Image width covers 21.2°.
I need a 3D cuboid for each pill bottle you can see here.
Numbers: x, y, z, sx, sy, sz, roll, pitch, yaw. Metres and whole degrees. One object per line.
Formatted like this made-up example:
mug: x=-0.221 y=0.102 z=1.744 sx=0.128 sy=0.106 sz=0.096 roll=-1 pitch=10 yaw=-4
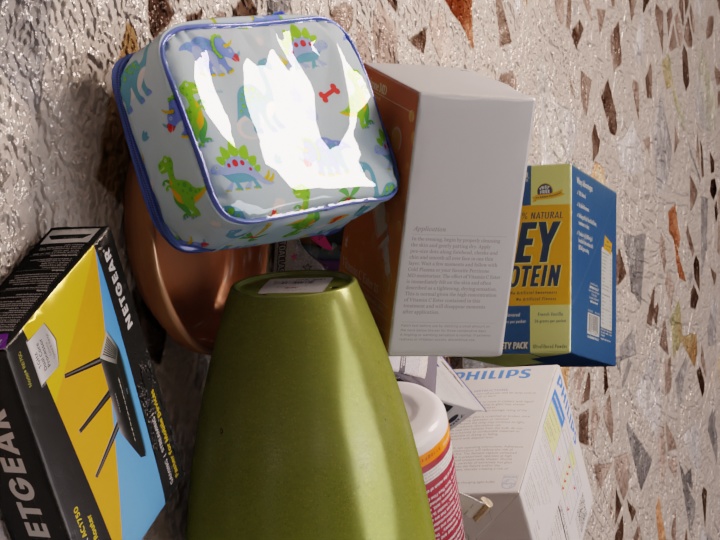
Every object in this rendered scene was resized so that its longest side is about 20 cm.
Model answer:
pill bottle: x=0.028 y=0.202 z=1.587 sx=0.113 sy=0.112 sz=0.201 roll=-57 pitch=143 yaw=-56

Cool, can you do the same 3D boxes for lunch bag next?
lunch bag: x=-0.073 y=-0.101 z=1.362 sx=0.200 sy=0.082 sz=0.161 roll=-13 pitch=80 yaw=-47

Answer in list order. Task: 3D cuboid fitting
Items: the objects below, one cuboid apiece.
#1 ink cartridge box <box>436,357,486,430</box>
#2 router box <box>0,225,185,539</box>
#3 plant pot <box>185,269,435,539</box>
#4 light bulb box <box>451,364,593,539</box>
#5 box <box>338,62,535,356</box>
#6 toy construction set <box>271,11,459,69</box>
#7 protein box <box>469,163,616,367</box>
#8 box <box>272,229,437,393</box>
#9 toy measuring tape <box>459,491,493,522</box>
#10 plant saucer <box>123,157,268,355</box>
ink cartridge box: x=0.046 y=0.098 z=1.785 sx=0.100 sy=0.039 sz=0.200 roll=50 pitch=12 yaw=23
router box: x=-0.186 y=0.094 z=1.241 sx=0.149 sy=0.051 sz=0.201 roll=-58 pitch=141 yaw=-52
plant pot: x=-0.044 y=0.106 z=1.409 sx=0.187 sy=0.186 sz=0.201 roll=-30 pitch=118 yaw=-66
light bulb box: x=0.149 y=0.235 z=1.987 sx=0.200 sy=0.124 sz=0.199 roll=-66 pitch=146 yaw=-50
box: x=0.054 y=-0.048 z=1.465 sx=0.124 sy=0.097 sz=0.201 roll=-142 pitch=-124 yaw=-65
toy construction set: x=-0.005 y=-0.130 z=1.559 sx=0.092 sy=0.199 sz=0.132 roll=97 pitch=11 yaw=-59
protein box: x=0.194 y=0.000 z=2.108 sx=0.198 sy=0.134 sz=0.201 roll=17 pitch=72 yaw=-67
box: x=0.000 y=0.000 z=1.641 sx=0.132 sy=0.114 sz=0.201 roll=33 pitch=57 yaw=-65
toy measuring tape: x=0.034 y=0.168 z=1.723 sx=0.200 sy=0.073 sz=0.074 roll=26 pitch=60 yaw=-33
plant saucer: x=-0.125 y=-0.037 z=1.433 sx=0.200 sy=0.037 sz=0.201 roll=-3 pitch=90 yaw=-68
